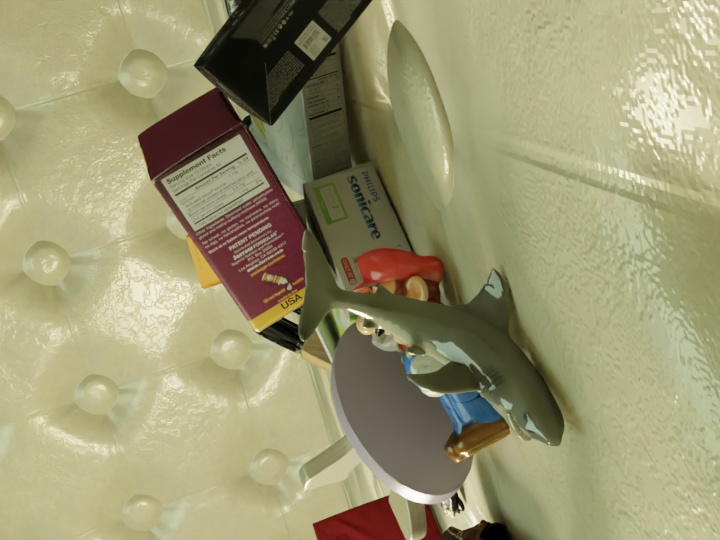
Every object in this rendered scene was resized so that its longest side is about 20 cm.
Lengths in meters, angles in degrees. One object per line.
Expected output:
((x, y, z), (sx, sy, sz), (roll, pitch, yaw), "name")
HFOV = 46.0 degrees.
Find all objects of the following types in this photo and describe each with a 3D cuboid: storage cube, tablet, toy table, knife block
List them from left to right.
((-0.045, 0.108, 1.153), (0.064, 0.174, 0.202), (104, 147, -75), "knife block")
((-0.010, 0.131, 1.048), (0.202, 0.014, 0.130), (64, -174, -2), "tablet")
((0.044, 0.462, 1.279), (0.201, 0.178, 0.172), (84, 166, -48), "storage cube")
((0.032, 0.163, 0.865), (0.118, 0.182, 0.201), (108, 156, -46), "toy table")

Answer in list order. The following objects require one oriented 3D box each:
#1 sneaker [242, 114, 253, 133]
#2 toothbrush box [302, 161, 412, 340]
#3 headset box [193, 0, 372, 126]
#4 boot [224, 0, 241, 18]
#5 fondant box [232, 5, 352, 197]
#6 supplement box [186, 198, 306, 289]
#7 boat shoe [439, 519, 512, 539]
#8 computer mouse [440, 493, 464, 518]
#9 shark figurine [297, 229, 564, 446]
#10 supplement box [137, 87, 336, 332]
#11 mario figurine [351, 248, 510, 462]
((-0.100, -0.195, 1.107), (0.200, 0.111, 0.074), (132, 119, -80), "sneaker")
((0.000, 0.000, 0.959), (0.201, 0.085, 0.147), (93, 157, -63), "toothbrush box")
((-0.073, -0.214, 0.752), (0.075, 0.149, 0.200), (38, -177, -19), "headset box")
((-0.171, -0.409, 1.282), (0.154, 0.073, 0.205), (-115, 16, -56), "boot")
((-0.076, -0.194, 0.966), (0.144, 0.058, 0.202), (35, 139, 48), "fondant box")
((-0.107, -0.042, 1.091), (0.199, 0.125, 0.074), (-22, -84, -56), "supplement box")
((0.126, 0.278, 0.813), (0.200, 0.070, 0.071), (178, 112, -78), "boat shoe")
((0.075, 0.208, 1.045), (0.200, 0.044, 0.110), (50, 162, 56), "computer mouse")
((0.060, 0.032, 0.611), (0.090, 0.213, 0.128), (-65, -10, 18), "shark figurine")
((-0.123, -0.061, 0.855), (0.201, 0.103, 0.131), (61, 177, -33), "supplement box")
((0.044, 0.075, 0.747), (0.123, 0.105, 0.201), (-41, 70, 43), "mario figurine")
